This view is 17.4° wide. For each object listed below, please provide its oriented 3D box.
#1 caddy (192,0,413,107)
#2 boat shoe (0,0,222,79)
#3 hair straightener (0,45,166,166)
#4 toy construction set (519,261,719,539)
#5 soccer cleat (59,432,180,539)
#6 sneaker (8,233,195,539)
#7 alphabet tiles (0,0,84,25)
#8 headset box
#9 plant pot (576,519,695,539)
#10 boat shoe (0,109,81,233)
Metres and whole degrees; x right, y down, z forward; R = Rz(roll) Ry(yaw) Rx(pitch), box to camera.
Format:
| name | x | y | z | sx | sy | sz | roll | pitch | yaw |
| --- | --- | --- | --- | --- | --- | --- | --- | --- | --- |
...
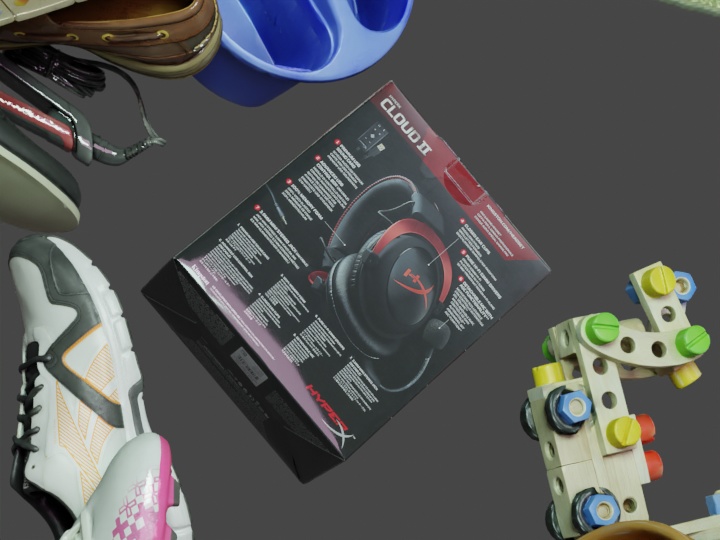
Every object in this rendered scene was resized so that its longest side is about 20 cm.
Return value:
| name | x | y | z | sx | sy | sz | roll | pitch | yaw |
| --- | --- | --- | --- | --- | --- | --- | --- | --- | --- |
| caddy | -0.058 | -0.194 | 1.365 | 0.141 | 0.105 | 0.200 | -32 | 87 | -27 |
| boat shoe | -0.173 | -0.157 | 1.275 | 0.200 | 0.068 | 0.072 | 11 | 75 | 0 |
| hair straightener | -0.196 | -0.124 | 1.325 | 0.200 | 0.041 | 0.077 | 26 | 66 | -6 |
| toy construction set | 0.169 | 0.098 | 1.381 | 0.131 | 0.092 | 0.200 | -10 | 67 | -24 |
| soccer cleat | -0.150 | 0.176 | 1.203 | 0.086 | 0.070 | 0.200 | 12 | 100 | -13 |
| sneaker | -0.157 | 0.076 | 1.265 | 0.080 | 0.074 | 0.200 | -17 | 80 | -23 |
| alphabet tiles | -0.188 | -0.184 | 1.253 | 0.200 | 0.006 | 0.166 | -20 | 44 | -23 |
| headset box | 0.000 | 0.000 | 1.347 | 0.200 | 0.075 | 0.149 | -42 | 92 | -26 |
| plant pot | 0.189 | 0.263 | 1.289 | 0.183 | 0.200 | 0.200 | 28 | 65 | -28 |
| boat shoe | -0.225 | -0.088 | 1.267 | 0.201 | 0.074 | 0.063 | 36 | 54 | -31 |
